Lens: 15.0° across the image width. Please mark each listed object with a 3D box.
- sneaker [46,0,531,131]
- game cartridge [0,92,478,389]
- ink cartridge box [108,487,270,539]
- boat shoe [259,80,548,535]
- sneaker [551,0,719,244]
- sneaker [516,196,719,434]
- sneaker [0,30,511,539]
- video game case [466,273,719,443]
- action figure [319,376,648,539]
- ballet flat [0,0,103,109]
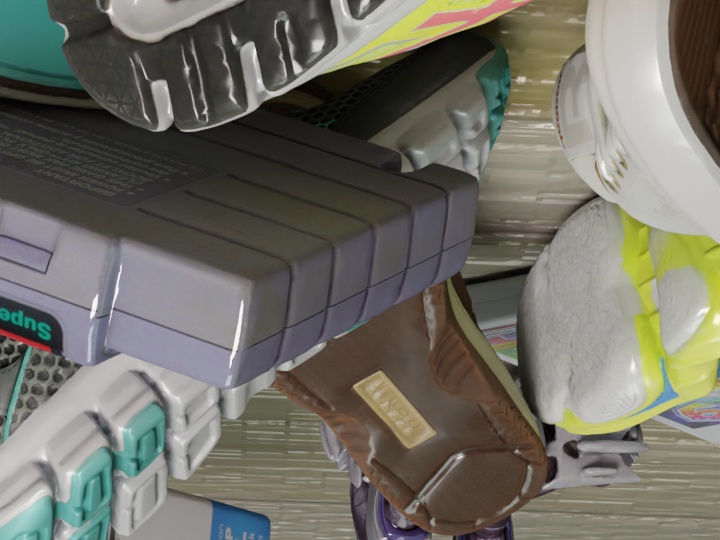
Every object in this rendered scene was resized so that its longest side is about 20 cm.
[{"bbox_3d":[0.032,-0.092,0.573,0.199,0.078,0.090,-16,-174,27],"label":"sneaker"},{"bbox_3d":[-0.087,-0.025,0.642,0.199,0.039,0.130,19,-157,21],"label":"game cartridge"},{"bbox_3d":[-0.145,0.108,0.988,0.144,0.085,0.200,3,169,29],"label":"ink cartridge box"},{"bbox_3d":[-0.006,0.003,0.857,0.074,0.075,0.203,-24,135,5],"label":"boat shoe"},{"bbox_3d":[0.076,-0.036,0.670,0.084,0.073,0.200,1,172,23],"label":"sneaker"},{"bbox_3d":[0.129,0.009,0.859,0.105,0.076,0.200,8,161,-22],"label":"sneaker"},{"bbox_3d":[-0.045,-0.012,0.724,0.091,0.200,0.078,43,156,18],"label":"sneaker"},{"bbox_3d":[0.142,0.029,1.018,0.143,0.018,0.200,-12,158,36],"label":"video game case"},{"bbox_3d":[0.043,0.080,1.121,0.130,0.070,0.200,11,158,-7],"label":"action figure"},{"bbox_3d":[-0.120,-0.079,0.634,0.199,0.070,0.069,4,163,-23],"label":"ballet flat"}]
